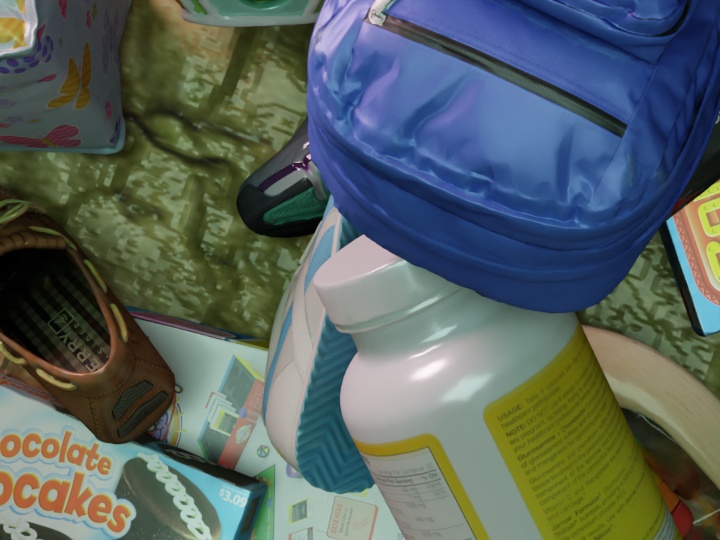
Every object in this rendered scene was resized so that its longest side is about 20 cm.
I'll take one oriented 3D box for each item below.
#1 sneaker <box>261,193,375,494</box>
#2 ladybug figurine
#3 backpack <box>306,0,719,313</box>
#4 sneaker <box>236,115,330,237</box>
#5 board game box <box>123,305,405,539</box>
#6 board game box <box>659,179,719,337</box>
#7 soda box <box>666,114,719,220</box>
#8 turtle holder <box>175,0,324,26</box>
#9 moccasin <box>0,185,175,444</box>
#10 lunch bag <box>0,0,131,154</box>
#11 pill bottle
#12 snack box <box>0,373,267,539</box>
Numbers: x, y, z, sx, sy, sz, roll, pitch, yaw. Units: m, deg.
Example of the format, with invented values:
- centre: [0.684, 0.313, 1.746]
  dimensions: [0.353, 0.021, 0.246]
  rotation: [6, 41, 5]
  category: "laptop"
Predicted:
- centre: [0.000, 0.000, 0.790]
  dimensions: [0.076, 0.081, 0.202]
  rotation: [20, 91, -26]
  category: "sneaker"
- centre: [0.130, 0.106, 0.818]
  dimensions: [0.135, 0.072, 0.201]
  rotation: [-39, 92, 14]
  category: "ladybug figurine"
- centre: [0.063, -0.101, 0.613]
  dimensions: [0.161, 0.168, 0.202]
  rotation: [24, 74, 13]
  category: "backpack"
- centre: [0.017, -0.093, 0.848]
  dimensions: [0.198, 0.075, 0.088]
  rotation: [-28, 69, -1]
  category: "sneaker"
- centre: [-0.050, 0.115, 0.860]
  dimensions: [0.197, 0.040, 0.155]
  rotation: [14, 92, 6]
  category: "board game box"
- centre: [0.229, -0.093, 0.820]
  dimensions: [0.194, 0.056, 0.202]
  rotation: [-20, 88, 6]
  category: "board game box"
- centre: [0.120, -0.052, 0.777]
  dimensions: [0.200, 0.063, 0.071]
  rotation: [-42, 74, 37]
  category: "soda box"
- centre: [-0.036, -0.194, 0.824]
  dimensions: [0.184, 0.140, 0.134]
  rotation: [-11, 108, -33]
  category: "turtle holder"
- centre: [-0.172, 0.007, 0.825]
  dimensions: [0.073, 0.078, 0.201]
  rotation: [-37, 53, -8]
  category: "moccasin"
- centre: [-0.227, -0.121, 0.812]
  dimensions: [0.197, 0.170, 0.129]
  rotation: [2, 79, 6]
  category: "lunch bag"
- centre: [0.059, 0.074, 0.718]
  dimensions: [0.111, 0.112, 0.202]
  rotation: [-25, 103, 6]
  category: "pill bottle"
- centre: [-0.158, 0.127, 0.832]
  dimensions: [0.198, 0.037, 0.118]
  rotation: [20, 92, 11]
  category: "snack box"
